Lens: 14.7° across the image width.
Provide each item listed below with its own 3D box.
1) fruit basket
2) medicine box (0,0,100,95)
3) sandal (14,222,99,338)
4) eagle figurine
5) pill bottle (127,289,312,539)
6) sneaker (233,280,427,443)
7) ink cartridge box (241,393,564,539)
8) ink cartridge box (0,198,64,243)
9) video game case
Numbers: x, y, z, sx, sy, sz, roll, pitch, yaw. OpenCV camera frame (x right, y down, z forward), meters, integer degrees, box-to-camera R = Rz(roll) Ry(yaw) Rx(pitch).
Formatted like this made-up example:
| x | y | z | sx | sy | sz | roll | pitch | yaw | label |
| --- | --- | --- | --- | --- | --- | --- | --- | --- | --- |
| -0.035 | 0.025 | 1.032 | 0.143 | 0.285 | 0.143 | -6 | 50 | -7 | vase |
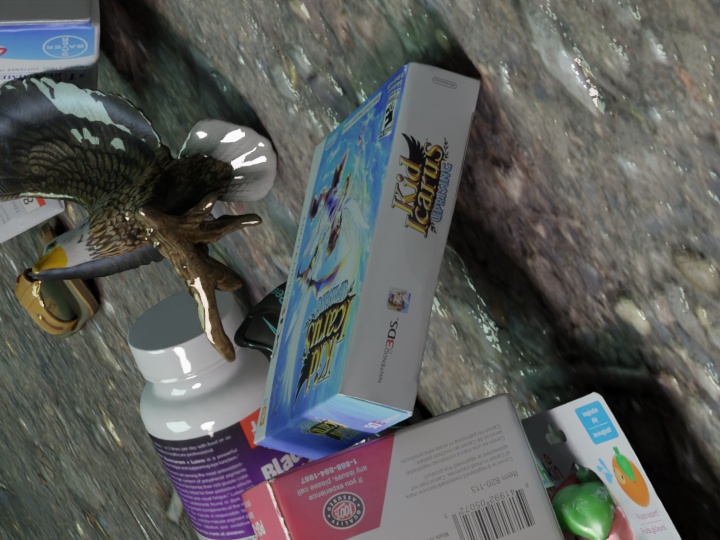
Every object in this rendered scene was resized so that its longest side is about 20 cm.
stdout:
| x | y | z | sx | sy | sz | roll | pitch | yaw | label |
| --- | --- | --- | --- | --- | --- | --- | --- | --- | --- |
| 0.141 | 0.168 | 1.522 | 0.201 | 0.094 | 0.185 | 56 | 162 | -1 | fruit basket |
| -0.267 | -0.156 | 1.871 | 0.200 | 0.181 | 0.104 | 103 | 163 | -64 | medicine box |
| -0.268 | 0.022 | 2.393 | 0.081 | 0.054 | 0.200 | 55 | 161 | 7 | sandal |
| -0.161 | -0.040 | 1.814 | 0.200 | 0.150 | 0.153 | 27 | 110 | 54 | eagle figurine |
| -0.091 | 0.116 | 2.007 | 0.111 | 0.111 | 0.201 | 26 | 144 | 58 | pill bottle |
| -0.007 | 0.095 | 1.814 | 0.201 | 0.079 | 0.075 | 58 | 161 | -5 | sneaker |
| 0.039 | 0.186 | 1.500 | 0.083 | 0.146 | 0.201 | 145 | 106 | -72 | ink cartridge box |
| -0.352 | -0.016 | 2.315 | 0.050 | 0.199 | 0.162 | 59 | 162 | -7 | ink cartridge box |
| 0.000 | 0.000 | 1.515 | 0.045 | 0.182 | 0.200 | 14 | 166 | -12 | video game case |
